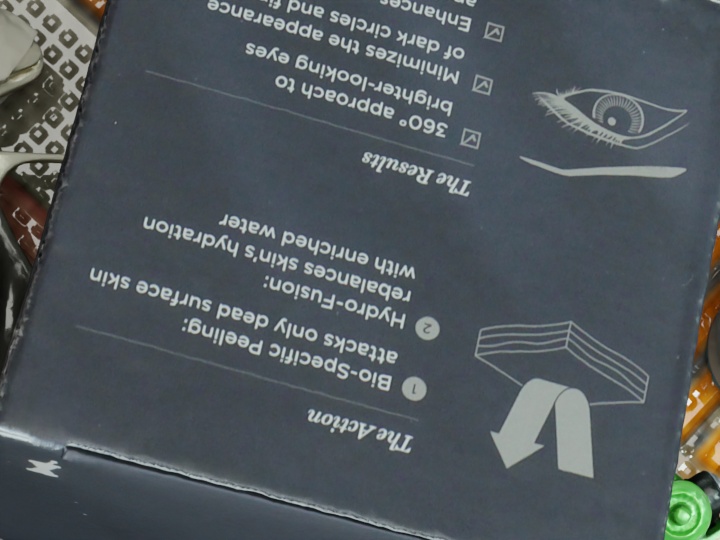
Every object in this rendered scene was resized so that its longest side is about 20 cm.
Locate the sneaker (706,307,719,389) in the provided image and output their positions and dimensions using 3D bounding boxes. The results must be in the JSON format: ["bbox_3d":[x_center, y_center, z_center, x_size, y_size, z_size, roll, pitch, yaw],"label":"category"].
[{"bbox_3d":[0.189,-0.036,0.910,0.076,0.081,0.200,31,83,4],"label":"sneaker"}]

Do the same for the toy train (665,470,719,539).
[{"bbox_3d":[0.043,0.134,0.912,0.200,0.042,0.057,-32,96,-3],"label":"toy train"}]

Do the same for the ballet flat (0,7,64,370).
[{"bbox_3d":[-0.132,-0.041,0.918,0.068,0.068,0.201,-20,95,-13],"label":"ballet flat"}]

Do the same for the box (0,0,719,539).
[{"bbox_3d":[0.000,0.000,0.853,0.196,0.117,0.201,15,67,-5],"label":"box"}]
